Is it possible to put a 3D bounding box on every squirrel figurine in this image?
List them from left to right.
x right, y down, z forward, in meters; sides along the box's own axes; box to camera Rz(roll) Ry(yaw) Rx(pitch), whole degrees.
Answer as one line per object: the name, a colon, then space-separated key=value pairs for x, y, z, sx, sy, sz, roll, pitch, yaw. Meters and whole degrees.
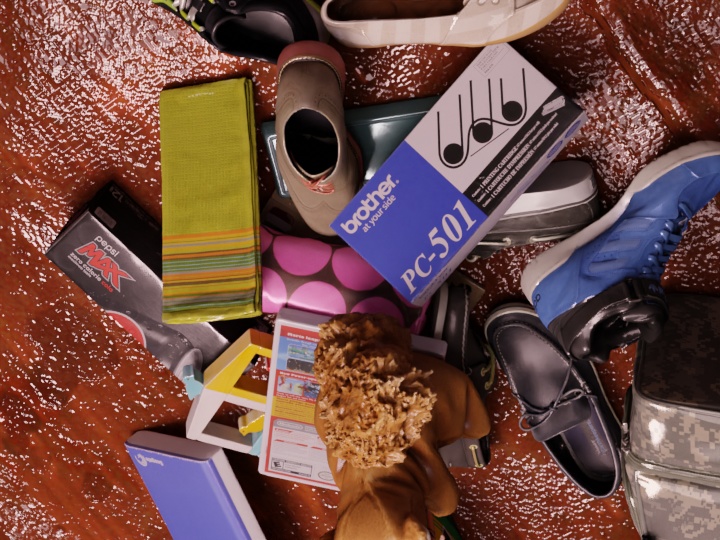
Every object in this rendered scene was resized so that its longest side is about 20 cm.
squirrel figurine: x=0.011 y=0.141 z=1.373 sx=0.141 sy=0.187 sz=0.201 roll=-4 pitch=132 yaw=17

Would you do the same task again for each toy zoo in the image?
toy zoo: x=-0.064 y=0.117 z=1.544 sx=0.199 sy=0.021 sz=0.131 roll=18 pitch=129 yaw=-24

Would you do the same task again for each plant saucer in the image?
plant saucer: x=0.017 y=-0.101 z=1.452 sx=0.199 sy=0.019 sz=0.070 roll=-7 pitch=114 yaw=15

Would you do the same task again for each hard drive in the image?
hard drive: x=-0.136 y=0.245 z=1.643 sx=0.132 sy=0.025 sz=0.201 roll=4 pitch=125 yaw=48

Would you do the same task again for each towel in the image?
towel: x=-0.125 y=-0.057 z=1.442 sx=0.085 sy=0.018 sz=0.201 roll=-6 pitch=77 yaw=15

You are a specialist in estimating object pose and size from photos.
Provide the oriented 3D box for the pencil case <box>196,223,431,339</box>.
pencil case: x=-0.037 y=0.010 z=1.486 sx=0.199 sy=0.094 sz=0.091 roll=17 pitch=76 yaw=4

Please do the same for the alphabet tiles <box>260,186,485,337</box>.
alphabet tiles: x=0.000 y=0.000 z=1.523 sx=0.199 sy=0.008 sz=0.168 roll=31 pitch=120 yaw=-6

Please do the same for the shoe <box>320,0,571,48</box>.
shoe: x=0.065 y=-0.207 z=1.346 sx=0.199 sy=0.053 sz=0.070 roll=-8 pitch=80 yaw=12

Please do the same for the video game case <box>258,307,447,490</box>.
video game case: x=-0.010 y=0.119 z=1.501 sx=0.142 sy=0.018 sz=0.201 roll=12 pitch=134 yaw=3

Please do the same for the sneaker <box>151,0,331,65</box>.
sneaker: x=-0.112 y=-0.216 z=1.384 sx=0.199 sy=0.083 sz=0.072 roll=23 pitch=121 yaw=0

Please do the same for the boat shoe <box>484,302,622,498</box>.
boat shoe: x=0.172 y=0.113 z=1.514 sx=0.074 sy=0.062 sz=0.201 roll=-25 pitch=109 yaw=26

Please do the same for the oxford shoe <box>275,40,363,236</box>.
oxford shoe: x=-0.039 y=-0.086 z=1.396 sx=0.070 sy=0.075 sz=0.201 roll=-2 pitch=140 yaw=8

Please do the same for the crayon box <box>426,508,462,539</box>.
crayon box: x=0.061 y=0.318 z=1.572 sx=0.058 sy=0.200 sz=0.173 roll=-17 pitch=114 yaw=20

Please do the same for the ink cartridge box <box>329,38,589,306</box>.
ink cartridge box: x=0.077 y=-0.077 z=1.380 sx=0.094 sy=0.044 sz=0.200 roll=42 pitch=96 yaw=13

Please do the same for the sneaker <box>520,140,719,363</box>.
sneaker: x=0.229 y=-0.007 z=1.383 sx=0.200 sy=0.112 sz=0.077 roll=-36 pitch=143 yaw=10

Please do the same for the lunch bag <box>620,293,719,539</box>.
lunch bag: x=0.280 y=0.136 z=1.422 sx=0.138 sy=0.200 sz=0.169 roll=5 pitch=118 yaw=10

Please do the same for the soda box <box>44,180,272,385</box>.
soda box: x=-0.176 y=0.020 z=1.542 sx=0.200 sy=0.063 sz=0.071 roll=44 pitch=119 yaw=-12

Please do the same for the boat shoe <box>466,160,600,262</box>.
boat shoe: x=0.097 y=-0.039 z=1.441 sx=0.199 sy=0.071 sz=0.064 roll=-7 pitch=117 yaw=14

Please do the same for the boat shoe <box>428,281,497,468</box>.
boat shoe: x=0.088 y=0.092 z=1.513 sx=0.060 sy=0.072 sz=0.202 roll=5 pitch=131 yaw=5
